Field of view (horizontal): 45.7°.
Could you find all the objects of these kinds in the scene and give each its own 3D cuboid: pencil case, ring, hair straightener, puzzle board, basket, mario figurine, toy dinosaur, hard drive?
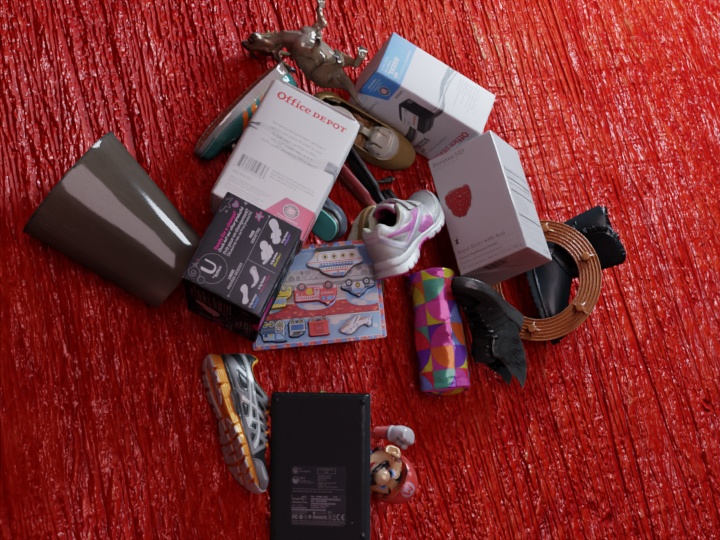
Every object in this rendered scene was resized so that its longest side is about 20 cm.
[{"bbox_3d":[0.121,0.095,1.332,0.087,0.088,0.203,1,72,-22],"label":"pencil case"},{"bbox_3d":[0.289,0.014,1.389,0.197,0.019,0.204,-6,73,19],"label":"ring"},{"bbox_3d":[0.039,-0.125,1.382,0.200,0.041,0.077,47,63,-4],"label":"hair straightener"},{"bbox_3d":[-0.066,0.034,1.267,0.197,0.017,0.153,-5,76,-4],"label":"puzzle board"},{"bbox_3d":[-0.318,-0.056,1.164,0.199,0.136,0.181,40,70,-11],"label":"basket"},{"bbox_3d":[-0.002,0.260,1.209,0.199,0.124,0.106,37,38,-3],"label":"mario figurine"},{"bbox_3d":[-0.076,-0.333,1.355,0.200,0.135,0.086,44,46,-12],"label":"toy dinosaur"},{"bbox_3d":[-0.055,0.270,1.174,0.137,0.033,0.204,0,88,7],"label":"hard drive"}]

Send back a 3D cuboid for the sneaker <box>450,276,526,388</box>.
[{"bbox_3d":[0.198,0.096,1.317,0.199,0.060,0.106,34,68,-37],"label":"sneaker"}]

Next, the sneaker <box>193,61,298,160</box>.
[{"bbox_3d":[-0.165,-0.227,1.308,0.200,0.071,0.080,-47,111,-17],"label":"sneaker"}]

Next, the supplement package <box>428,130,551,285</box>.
[{"bbox_3d":[0.205,-0.096,1.364,0.119,0.120,0.203,17,53,-57],"label":"supplement package"}]

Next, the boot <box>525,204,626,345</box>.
[{"bbox_3d":[0.361,0.005,1.417,0.166,0.076,0.203,-18,74,14],"label":"boot"}]

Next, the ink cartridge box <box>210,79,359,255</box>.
[{"bbox_3d":[-0.107,-0.147,1.226,0.145,0.083,0.202,27,71,-3],"label":"ink cartridge box"}]

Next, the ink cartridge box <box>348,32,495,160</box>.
[{"bbox_3d":[0.096,-0.272,1.391,0.198,0.145,0.085,28,66,-13],"label":"ink cartridge box"}]

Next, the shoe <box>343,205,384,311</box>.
[{"bbox_3d":[0.000,0.000,1.326,0.069,0.053,0.203,20,76,-34],"label":"shoe"}]

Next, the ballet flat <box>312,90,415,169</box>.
[{"bbox_3d":[0.004,-0.221,1.380,0.198,0.063,0.069,28,94,-11],"label":"ballet flat"}]

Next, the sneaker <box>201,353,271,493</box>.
[{"bbox_3d":[-0.157,0.206,1.185,0.076,0.078,0.203,-11,80,-34],"label":"sneaker"}]

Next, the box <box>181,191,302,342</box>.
[{"bbox_3d":[-0.161,0.000,1.155,0.114,0.200,0.134,26,74,-3],"label":"box"}]

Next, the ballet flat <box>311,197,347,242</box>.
[{"bbox_3d":[-0.097,-0.118,1.309,0.199,0.073,0.073,40,63,9],"label":"ballet flat"}]

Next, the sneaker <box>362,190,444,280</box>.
[{"bbox_3d":[0.064,-0.075,1.289,0.089,0.080,0.201,60,35,-22],"label":"sneaker"}]
